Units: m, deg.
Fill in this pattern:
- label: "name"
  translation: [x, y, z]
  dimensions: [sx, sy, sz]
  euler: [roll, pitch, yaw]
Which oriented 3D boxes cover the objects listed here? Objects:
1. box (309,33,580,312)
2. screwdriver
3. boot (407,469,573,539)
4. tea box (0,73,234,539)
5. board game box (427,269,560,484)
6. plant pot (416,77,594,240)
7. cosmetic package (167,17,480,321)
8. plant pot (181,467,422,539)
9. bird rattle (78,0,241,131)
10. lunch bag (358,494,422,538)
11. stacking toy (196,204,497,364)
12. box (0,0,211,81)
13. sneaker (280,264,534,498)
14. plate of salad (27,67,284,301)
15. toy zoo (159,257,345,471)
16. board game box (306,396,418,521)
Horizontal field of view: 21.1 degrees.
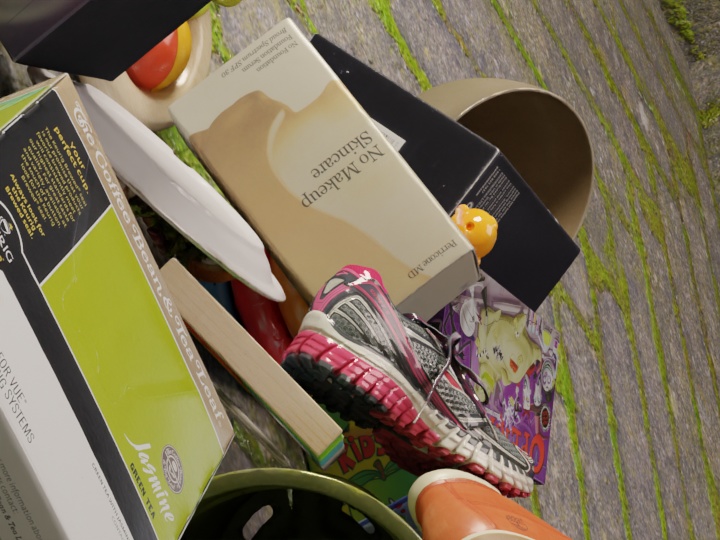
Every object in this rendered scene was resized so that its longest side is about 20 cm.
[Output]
- label: "box"
  translation: [0.038, -0.058, 1.455]
  dimensions: [0.200, 0.104, 0.182]
  euler: [36, -4, 34]
- label: "screwdriver"
  translation: [-0.098, 0.056, 1.081]
  dimensions: [0.200, 0.029, 0.028]
  euler: [47, -6, 41]
- label: "boot"
  translation: [0.112, 0.179, 1.137]
  dimensions: [0.199, 0.075, 0.107]
  euler: [32, 11, -32]
- label: "tea box"
  translation: [-0.172, 0.048, 0.858]
  dimensions: [0.201, 0.133, 0.197]
  euler: [67, 20, -15]
- label: "board game box"
  translation: [0.090, 0.072, 1.376]
  dimensions: [0.200, 0.032, 0.121]
  euler: [35, 63, -56]
- label: "plant pot"
  translation: [0.086, -0.085, 1.687]
  dimensions: [0.134, 0.200, 0.201]
  euler: [37, -14, 49]
- label: "cosmetic package"
  translation: [-0.023, -0.049, 1.227]
  dimensions: [0.200, 0.105, 0.071]
  euler: [50, -5, 17]
- label: "plant pot"
  translation: [-0.037, 0.189, 1.073]
  dimensions: [0.190, 0.199, 0.201]
  euler: [-57, 127, -82]
- label: "bird rattle"
  translation: [-0.138, -0.171, 1.233]
  dimensions: [0.200, 0.112, 0.165]
  euler: [-6, 95, -68]
- label: "lunch bag"
  translation: [0.039, 0.248, 1.198]
  dimensions: [0.201, 0.160, 0.083]
  euler: [62, 5, 31]
- label: "stacking toy"
  translation: [0.000, 0.000, 1.288]
  dimensions: [0.110, 0.199, 0.117]
  euler: [39, 36, -60]
- label: "box"
  translation: [-0.139, -0.244, 1.053]
  dimensions: [0.199, 0.200, 0.123]
  euler: [57, 17, 10]
- label: "sneaker"
  translation: [0.043, 0.074, 1.153]
  dimensions: [0.200, 0.080, 0.075]
  euler: [42, 64, -36]
- label: "plate of salad"
  translation: [-0.124, -0.044, 1.128]
  dimensions: [0.200, 0.048, 0.200]
  euler: [43, 4, -4]
- label: "toy zoo"
  translation: [-0.060, 0.060, 1.109]
  dimensions: [0.131, 0.020, 0.200]
  euler: [46, -6, 6]
- label: "board game box"
  translation: [0.012, 0.114, 1.374]
  dimensions: [0.048, 0.101, 0.202]
  euler: [-1, 73, -69]
